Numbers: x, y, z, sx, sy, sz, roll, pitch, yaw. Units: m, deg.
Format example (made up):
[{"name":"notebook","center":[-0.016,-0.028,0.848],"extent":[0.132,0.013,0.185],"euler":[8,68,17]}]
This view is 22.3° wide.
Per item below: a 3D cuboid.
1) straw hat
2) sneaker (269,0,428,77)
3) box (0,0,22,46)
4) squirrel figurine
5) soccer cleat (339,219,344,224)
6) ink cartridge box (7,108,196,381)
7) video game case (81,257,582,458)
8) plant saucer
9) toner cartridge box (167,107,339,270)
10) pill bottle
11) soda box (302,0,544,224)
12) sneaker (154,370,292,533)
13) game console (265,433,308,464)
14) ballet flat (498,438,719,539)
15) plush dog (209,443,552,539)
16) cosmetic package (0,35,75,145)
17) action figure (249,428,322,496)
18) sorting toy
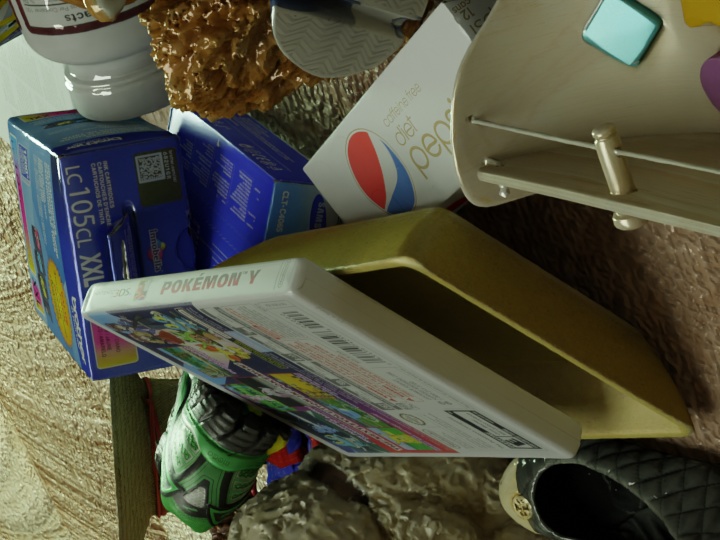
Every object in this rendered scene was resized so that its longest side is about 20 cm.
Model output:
[{"name":"straw hat","center":[-0.123,0.115,1.219],"extent":[0.201,0.085,0.201],"euler":[177,90,-82]},{"name":"sneaker","center":[0.002,-0.187,0.713],"extent":[0.199,0.081,0.115],"euler":[-59,42,20]},{"name":"box","center":[-0.241,-0.170,1.125],"extent":[0.070,0.200,0.064],"euler":[57,156,-2]},{"name":"squirrel figurine","center":[-0.061,-0.152,0.838],"extent":[0.141,0.187,0.200],"euler":[27,142,47]},{"name":"soccer cleat","center":[0.000,0.000,1.065],"extent":[0.069,0.078,0.200],"euler":[55,136,22]},{"name":"ink cartridge box","center":[-0.149,-0.019,1.086],"extent":[0.200,0.076,0.137],"euler":[-153,54,-65]},{"name":"video game case","center":[-0.016,0.050,0.939],"extent":[0.200,0.023,0.182],"euler":[31,157,-34]},{"name":"plant saucer","center":[0.041,0.027,0.928],"extent":[0.200,0.048,0.200],"euler":[30,158,-31]},{"name":"toner cartridge box","center":[-0.071,-0.033,1.067],"extent":[0.200,0.043,0.095],"euler":[-139,56,-61]},{"name":"pill bottle","center":[-0.157,-0.193,1.052],"extent":[0.113,0.113,0.200],"euler":[25,141,48]},{"name":"soda box","center":[0.043,-0.074,0.882],"extent":[0.068,0.064,0.200],"euler":[53,153,4]},{"name":"sneaker","center":[-0.091,0.097,1.096],"extent":[0.078,0.085,0.200],"euler":[33,-174,-3]},{"name":"game console","center":[-0.071,0.025,1.272],"extent":[0.176,0.116,0.200],"euler":[-3,123,28]},{"name":"ballet flat","center":[0.133,0.125,0.968],"extent":[0.200,0.057,0.067],"euler":[-4,116,58]},{"name":"plush dog","center":[0.001,0.150,1.099],"extent":[0.200,0.172,0.161],"euler":[25,142,46]},{"name":"cosmetic package","center":[-0.224,-0.149,1.299],"extent":[0.151,0.052,0.200],"euler":[37,149,32]},{"name":"action figure","center":[-0.046,0.139,1.238],"extent":[0.065,0.052,0.200],"euler":[3,123,29]},{"name":"sorting toy","center":[0.118,-0.107,0.689],"extent":[0.200,0.107,0.180],"euler":[20,128,56]}]
